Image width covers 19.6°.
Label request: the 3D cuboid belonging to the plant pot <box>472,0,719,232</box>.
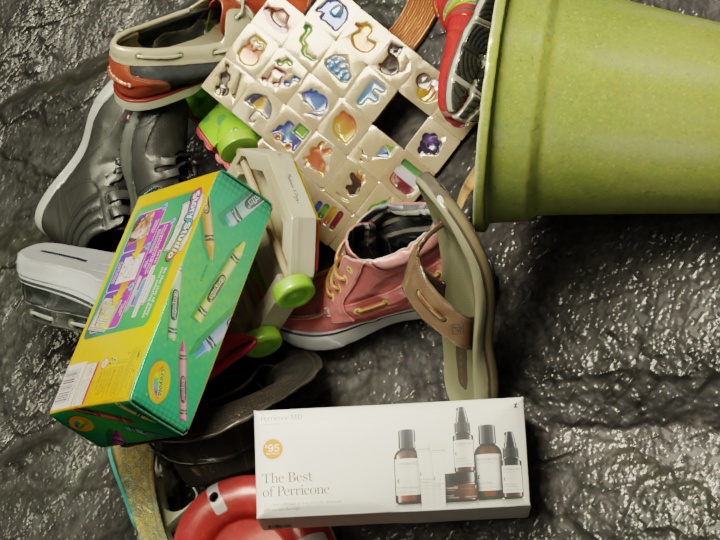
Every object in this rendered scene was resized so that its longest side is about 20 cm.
[{"bbox_3d":[0.183,-0.117,1.492,0.183,0.201,0.202,7,72,7],"label":"plant pot"}]

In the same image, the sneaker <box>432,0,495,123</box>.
[{"bbox_3d":[0.092,-0.204,1.685,0.085,0.077,0.201,-8,58,44],"label":"sneaker"}]

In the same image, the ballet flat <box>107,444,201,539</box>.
[{"bbox_3d":[-0.152,0.210,1.674,0.070,0.071,0.201,-32,55,19],"label":"ballet flat"}]

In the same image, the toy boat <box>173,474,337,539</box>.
[{"bbox_3d":[-0.079,0.242,1.554,0.130,0.131,0.201,-29,56,8],"label":"toy boat"}]

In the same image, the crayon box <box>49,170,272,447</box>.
[{"bbox_3d":[-0.151,0.030,1.588,0.118,0.058,0.201,-13,50,51],"label":"crayon box"}]

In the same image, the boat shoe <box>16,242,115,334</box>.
[{"bbox_3d":[-0.205,0.029,1.738,0.199,0.072,0.071,17,121,38],"label":"boat shoe"}]

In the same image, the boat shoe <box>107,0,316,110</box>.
[{"bbox_3d":[-0.121,-0.198,1.744,0.199,0.063,0.071,-25,48,-22],"label":"boat shoe"}]

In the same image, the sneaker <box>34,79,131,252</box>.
[{"bbox_3d":[-0.203,-0.088,1.829,0.099,0.070,0.201,45,109,37],"label":"sneaker"}]

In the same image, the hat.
[{"bbox_3d":[-0.110,0.124,1.658,0.199,0.201,0.081,-8,109,32],"label":"hat"}]

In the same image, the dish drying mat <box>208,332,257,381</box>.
[{"bbox_3d":[-0.159,0.070,1.685,0.077,0.018,0.200,-35,16,-26],"label":"dish drying mat"}]

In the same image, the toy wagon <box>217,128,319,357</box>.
[{"bbox_3d":[-0.094,-0.008,1.676,0.200,0.039,0.156,-57,46,45],"label":"toy wagon"}]

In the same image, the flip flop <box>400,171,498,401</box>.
[{"bbox_3d":[0.060,0.024,1.531,0.057,0.201,0.081,-15,33,-14],"label":"flip flop"}]

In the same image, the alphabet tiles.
[{"bbox_3d":[-0.025,-0.127,1.699,0.200,0.008,0.168,39,95,8],"label":"alphabet tiles"}]

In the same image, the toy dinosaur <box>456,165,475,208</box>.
[{"bbox_3d":[0.127,-0.106,1.616,0.199,0.060,0.107,-28,58,22],"label":"toy dinosaur"}]

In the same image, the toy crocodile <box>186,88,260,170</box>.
[{"bbox_3d":[-0.115,-0.125,1.786,0.062,0.067,0.200,-43,53,13],"label":"toy crocodile"}]

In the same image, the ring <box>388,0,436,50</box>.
[{"bbox_3d":[-0.011,-0.243,1.797,0.199,0.019,0.202,-15,62,29],"label":"ring"}]

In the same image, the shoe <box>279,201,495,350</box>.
[{"bbox_3d":[0.000,0.000,1.626,0.199,0.091,0.072,-12,47,31],"label":"shoe"}]

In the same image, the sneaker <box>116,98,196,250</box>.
[{"bbox_3d":[-0.158,-0.059,1.771,0.081,0.073,0.202,11,102,30],"label":"sneaker"}]

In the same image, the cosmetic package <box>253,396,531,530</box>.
[{"bbox_3d":[0.023,0.141,1.524,0.198,0.051,0.083,-4,72,2],"label":"cosmetic package"}]
